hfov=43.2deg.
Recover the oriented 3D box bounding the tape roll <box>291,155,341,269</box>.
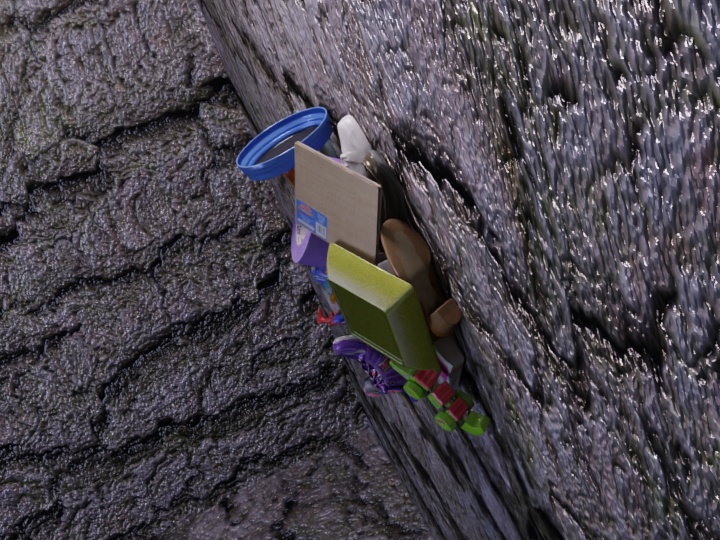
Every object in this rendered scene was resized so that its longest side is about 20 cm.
[{"bbox_3d":[-0.061,-0.105,1.650,0.200,0.084,0.202,-170,90,-75],"label":"tape roll"}]

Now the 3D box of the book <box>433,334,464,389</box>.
[{"bbox_3d":[0.132,0.135,1.605,0.134,0.048,0.200,59,172,18],"label":"book"}]

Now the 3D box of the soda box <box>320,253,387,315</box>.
[{"bbox_3d":[0.000,0.000,1.681,0.069,0.063,0.200,61,141,22],"label":"soda box"}]

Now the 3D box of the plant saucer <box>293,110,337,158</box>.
[{"bbox_3d":[-0.081,-0.247,1.892,0.201,0.038,0.203,156,90,-82],"label":"plant saucer"}]

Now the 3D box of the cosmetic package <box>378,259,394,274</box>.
[{"bbox_3d":[0.054,0.058,1.663,0.085,0.107,0.200,61,170,19],"label":"cosmetic package"}]

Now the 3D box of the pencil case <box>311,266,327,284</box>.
[{"bbox_3d":[-0.018,0.009,1.829,0.199,0.086,0.079,16,118,45],"label":"pencil case"}]

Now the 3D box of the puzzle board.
[{"bbox_3d":[-0.037,-0.106,1.460,0.199,0.017,0.152,33,134,37],"label":"puzzle board"}]

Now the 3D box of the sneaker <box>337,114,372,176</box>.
[{"bbox_3d":[-0.023,-0.147,1.513,0.074,0.115,0.202,-152,39,-81],"label":"sneaker"}]

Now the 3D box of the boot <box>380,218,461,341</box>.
[{"bbox_3d":[0.080,0.023,1.455,0.202,0.070,0.144,57,161,4],"label":"boot"}]

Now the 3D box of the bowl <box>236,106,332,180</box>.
[{"bbox_3d":[-0.141,-0.239,1.725,0.040,0.200,0.201,59,176,-26],"label":"bowl"}]

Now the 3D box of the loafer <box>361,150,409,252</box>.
[{"bbox_3d":[0.033,-0.099,1.444,0.075,0.069,0.201,56,168,49],"label":"loafer"}]

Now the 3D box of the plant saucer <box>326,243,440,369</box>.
[{"bbox_3d":[0.025,0.071,1.479,0.199,0.048,0.201,29,151,40],"label":"plant saucer"}]

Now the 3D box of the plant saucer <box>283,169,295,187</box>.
[{"bbox_3d":[-0.095,-0.176,1.837,0.200,0.032,0.200,41,170,9],"label":"plant saucer"}]

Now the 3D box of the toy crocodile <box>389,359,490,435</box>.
[{"bbox_3d":[0.134,0.207,1.545,0.200,0.067,0.062,44,162,8],"label":"toy crocodile"}]

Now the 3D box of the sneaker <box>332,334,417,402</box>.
[{"bbox_3d":[0.037,0.180,1.685,0.199,0.084,0.081,26,158,-5],"label":"sneaker"}]

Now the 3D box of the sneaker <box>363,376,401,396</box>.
[{"bbox_3d":[0.072,0.193,1.796,0.079,0.199,0.096,-17,82,39],"label":"sneaker"}]

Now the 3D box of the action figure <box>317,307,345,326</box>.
[{"bbox_3d":[0.005,0.086,1.825,0.065,0.199,0.052,24,-112,-50],"label":"action figure"}]
